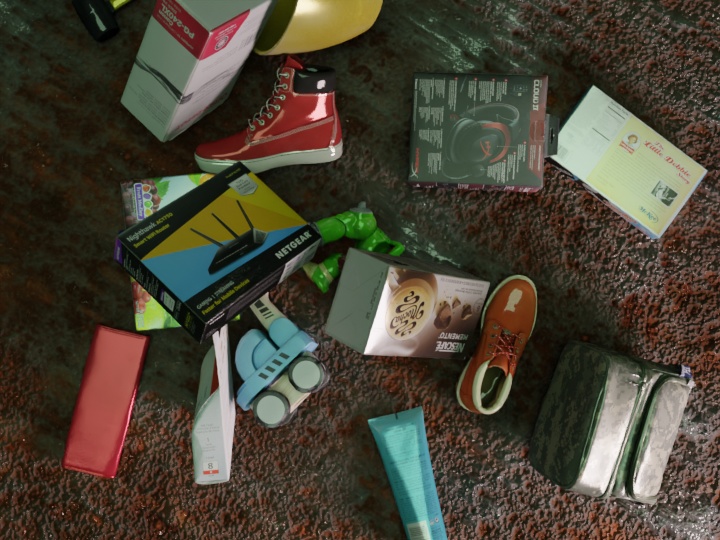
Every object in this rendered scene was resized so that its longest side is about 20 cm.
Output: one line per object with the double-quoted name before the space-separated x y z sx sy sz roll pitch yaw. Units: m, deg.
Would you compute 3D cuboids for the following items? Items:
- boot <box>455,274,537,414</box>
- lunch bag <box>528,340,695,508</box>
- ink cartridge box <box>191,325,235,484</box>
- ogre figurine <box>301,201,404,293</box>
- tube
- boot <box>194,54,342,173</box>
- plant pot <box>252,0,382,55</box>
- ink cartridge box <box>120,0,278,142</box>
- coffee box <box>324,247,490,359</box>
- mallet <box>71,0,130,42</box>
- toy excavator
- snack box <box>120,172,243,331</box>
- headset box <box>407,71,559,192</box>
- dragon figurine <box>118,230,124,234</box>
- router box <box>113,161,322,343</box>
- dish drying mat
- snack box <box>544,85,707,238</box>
"boot" 0.193 0.101 1.165 0.075 0.107 0.201 21 88 0
"lunch bag" 0.343 0.203 1.160 0.167 0.139 0.201 17 90 -18
"ink cartridge box" -0.191 0.139 1.093 0.050 0.162 0.201 -6 111 -3
"ogre figurine" 0.000 0.000 1.159 0.120 0.098 0.200 -39 94 -7
"tube" 0.072 0.293 1.192 0.077 0.050 0.201 -14 86 -6
"boot" -0.126 -0.207 1.140 0.199 0.073 0.145 -11 123 -8
"plant pot" -0.053 -0.372 1.130 0.141 0.200 0.201 1 90 -30
"ink cartridge box" -0.202 -0.276 1.084 0.083 0.200 0.145 42 47 0
"coffee box" 0.063 0.046 1.109 0.199 0.080 0.114 9 101 -45
"mallet" -0.299 -0.395 1.183 0.200 0.041 0.066 -41 95 -6
"toy excavator" -0.118 0.083 1.165 0.194 0.100 0.200 -44 83 -3
"snack box" -0.239 -0.026 1.174 0.141 0.053 0.201 -7 90 -4
"headset box" 0.166 -0.184 1.167 0.199 0.075 0.150 2 90 5
"dragon figurine" -0.201 -0.023 1.100 0.199 0.099 0.059 3 90 -4
"router box" -0.166 -0.027 1.029 0.149 0.051 0.200 42 51 11
"dish drying mat" -0.348 0.178 1.188 0.076 0.018 0.201 14 89 -3
"snack box" 0.363 -0.149 1.204 0.200 0.037 0.116 37 90 -1
